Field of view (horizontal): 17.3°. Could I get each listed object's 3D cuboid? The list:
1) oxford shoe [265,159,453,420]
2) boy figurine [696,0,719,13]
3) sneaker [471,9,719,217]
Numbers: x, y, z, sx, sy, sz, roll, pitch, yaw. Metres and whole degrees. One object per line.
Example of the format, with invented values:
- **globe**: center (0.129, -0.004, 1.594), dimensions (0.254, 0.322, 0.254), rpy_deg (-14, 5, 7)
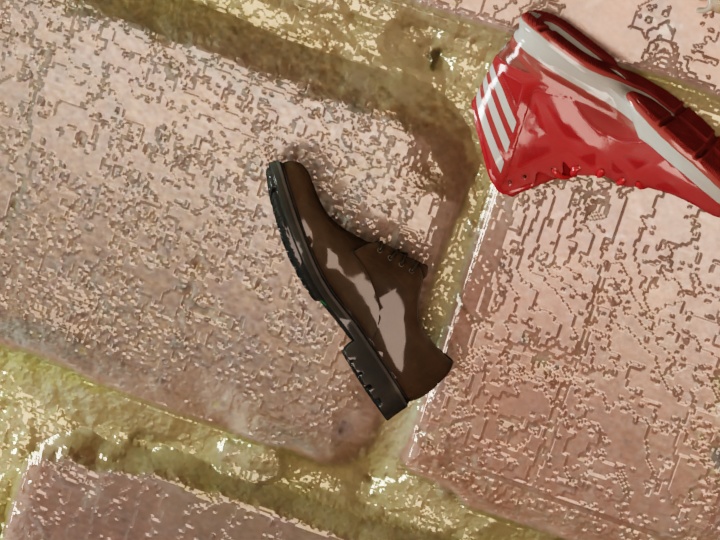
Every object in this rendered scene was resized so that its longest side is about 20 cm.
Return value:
- **oxford shoe**: center (0.000, 0.000, 1.682), dimensions (0.084, 0.073, 0.200), rpy_deg (-32, 100, -2)
- **boy figurine**: center (0.267, -0.227, 1.577), dimensions (0.199, 0.064, 0.125), rpy_deg (12, 105, 5)
- **sneaker**: center (0.165, -0.079, 1.635), dimensions (0.200, 0.078, 0.116), rpy_deg (41, 115, 10)
